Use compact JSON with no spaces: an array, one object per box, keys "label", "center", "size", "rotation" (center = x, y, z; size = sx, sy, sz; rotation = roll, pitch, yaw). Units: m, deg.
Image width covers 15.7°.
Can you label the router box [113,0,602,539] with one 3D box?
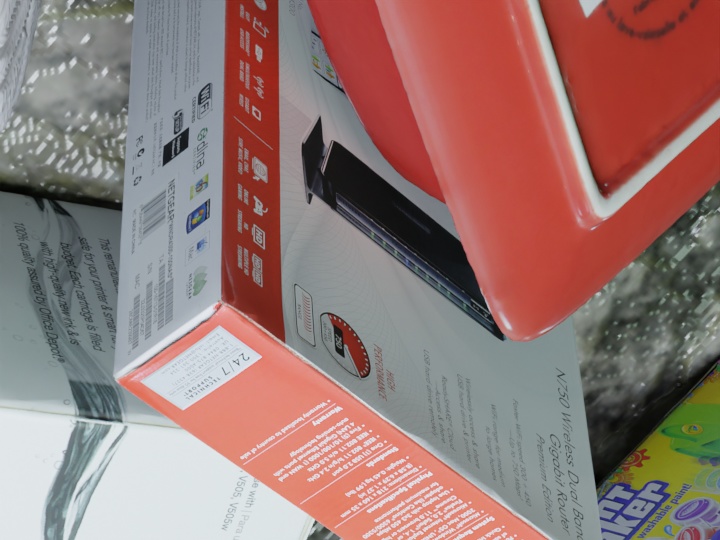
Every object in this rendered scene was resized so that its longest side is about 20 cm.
[{"label":"router box","center":[0.000,0.000,0.881],"size":[0.049,0.200,0.179],"rotation":[-35,126,26]}]

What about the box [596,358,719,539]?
[{"label":"box","center":[0.151,0.172,1.019],"size":[0.200,0.122,0.193],"rotation":[-40,132,-39]}]

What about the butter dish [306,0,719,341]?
[{"label":"butter dish","center":[0.047,-0.113,0.869],"size":[0.200,0.148,0.200],"rotation":[-40,127,-29]}]

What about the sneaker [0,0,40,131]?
[{"label":"sneaker","center":[-0.164,-0.128,0.839],"size":[0.112,0.078,0.200],"rotation":[5,135,5]}]

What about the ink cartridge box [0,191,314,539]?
[{"label":"ink cartridge box","center":[-0.124,0.040,0.895],"size":[0.200,0.147,0.083],"rotation":[9,119,-21]}]
